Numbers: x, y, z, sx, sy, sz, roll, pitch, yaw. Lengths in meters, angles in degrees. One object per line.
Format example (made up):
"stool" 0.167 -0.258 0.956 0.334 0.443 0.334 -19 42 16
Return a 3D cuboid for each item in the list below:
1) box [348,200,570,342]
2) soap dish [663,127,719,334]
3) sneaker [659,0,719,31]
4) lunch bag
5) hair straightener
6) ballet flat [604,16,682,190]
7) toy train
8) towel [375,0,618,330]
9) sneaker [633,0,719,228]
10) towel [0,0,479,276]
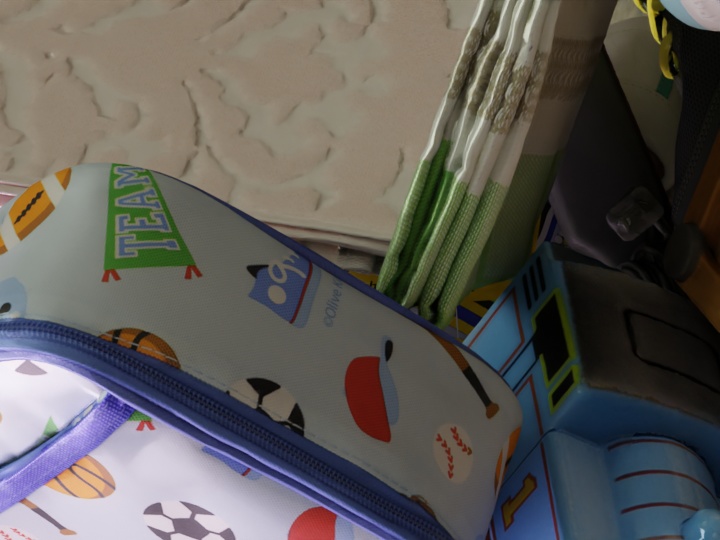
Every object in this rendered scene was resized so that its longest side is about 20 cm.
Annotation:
"box" 0.000 0.000 0.871 0.070 0.199 0.065 145 133 -59
"soap dish" 0.158 -0.015 0.661 0.200 0.081 0.158 -122 48 -60
"sneaker" 0.158 -0.134 0.609 0.130 0.080 0.200 10 64 39
"lunch bag" -0.065 0.053 0.694 0.200 0.160 0.076 -33 34 52
"hair straightener" 0.079 0.003 0.804 0.077 0.041 0.201 45 -151 -71
"ballet flat" 0.057 -0.045 0.953 0.200 0.069 0.070 -19 61 59
"toy train" 0.060 0.090 0.693 0.114 0.086 0.200 -56 23 31
"towel" 0.064 -0.085 0.707 0.149 0.031 0.201 -25 -44 -73
"sneaker" 0.103 -0.099 0.808 0.075 0.084 0.201 84 -167 -68
"towel" -0.047 -0.087 0.819 0.032 0.190 0.200 85 -162 -51
